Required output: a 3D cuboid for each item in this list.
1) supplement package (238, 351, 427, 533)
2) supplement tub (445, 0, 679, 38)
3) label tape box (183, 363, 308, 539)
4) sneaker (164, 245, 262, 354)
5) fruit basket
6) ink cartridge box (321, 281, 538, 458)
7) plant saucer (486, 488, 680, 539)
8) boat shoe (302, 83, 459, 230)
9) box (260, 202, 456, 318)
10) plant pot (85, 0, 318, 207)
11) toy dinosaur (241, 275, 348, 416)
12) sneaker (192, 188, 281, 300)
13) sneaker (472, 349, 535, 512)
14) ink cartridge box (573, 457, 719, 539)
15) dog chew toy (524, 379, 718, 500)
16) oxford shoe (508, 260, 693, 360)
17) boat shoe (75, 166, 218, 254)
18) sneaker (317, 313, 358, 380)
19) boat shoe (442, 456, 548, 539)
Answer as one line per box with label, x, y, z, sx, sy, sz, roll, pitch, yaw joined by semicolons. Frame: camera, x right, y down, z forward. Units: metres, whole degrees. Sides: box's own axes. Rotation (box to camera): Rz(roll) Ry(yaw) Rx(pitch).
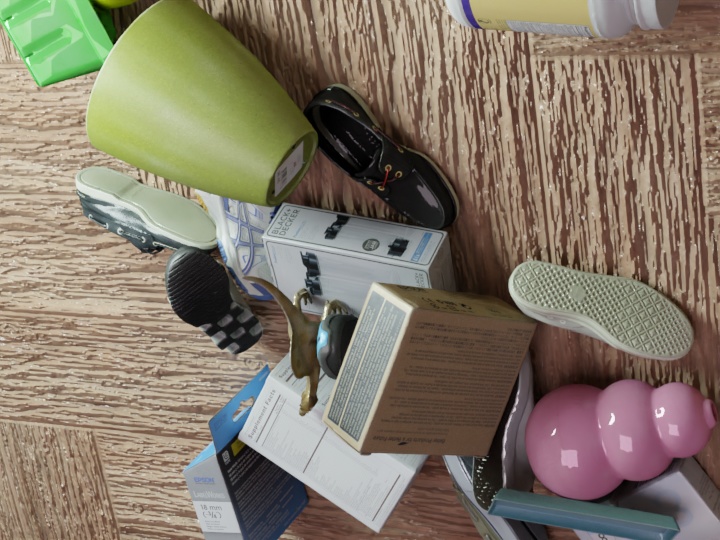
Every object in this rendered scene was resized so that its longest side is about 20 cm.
supplement package;-0.020;0.185;1.792;0.200;0.110;0.114;33;126;7
supplement tub;0.186;-0.288;1.415;0.199;0.145;0.146;7;119;23
label tape box;-0.144;0.233;1.860;0.063;0.144;0.201;-3;114;30
sneaker;-0.182;0.018;1.759;0.089;0.074;0.200;55;176;33
fruit basket;-0.301;-0.316;1.675;0.214;0.155;0.217;-2;97;-14
ink cartridge box;0.074;0.106;1.620;0.075;0.199;0.165;33;107;42
plant saucer;0.237;0.262;1.654;0.199;0.019;0.070;9;157;1
boat shoe;0.019;-0.112;1.646;0.201;0.063;0.074;44;124;-2
box;0.000;0.000;1.695;0.199;0.060;0.117;10;138;22
plant pot;-0.150;-0.155;1.618;0.200;0.187;0.188;33;126;14
toy dinosaur;-0.060;0.065;1.671;0.058;0.101;0.201;0;125;26
sneaker;-0.119;-0.057;1.737;0.088;0.075;0.201;-17;116;15
sneaker;0.169;0.164;1.722;0.073;0.084;0.201;14;103;44
ink cartridge box;0.354;0.317;1.711;0.160;0.047;0.200;-35;95;35
dog chew toy;0.277;0.171;1.633;0.199;0.125;0.125;-16;108;24
oxford shoe;0.251;0.042;1.616;0.199;0.076;0.058;18;164;8
boat shoe;-0.249;-0.053;1.804;0.199;0.075;0.066;22;126;15
sneaker;0.026;0.092;1.688;0.082;0.200;0.074;-3;74;34
boat shoe;0.139;0.259;1.776;0.062;0.072;0.201;-22;106;41
